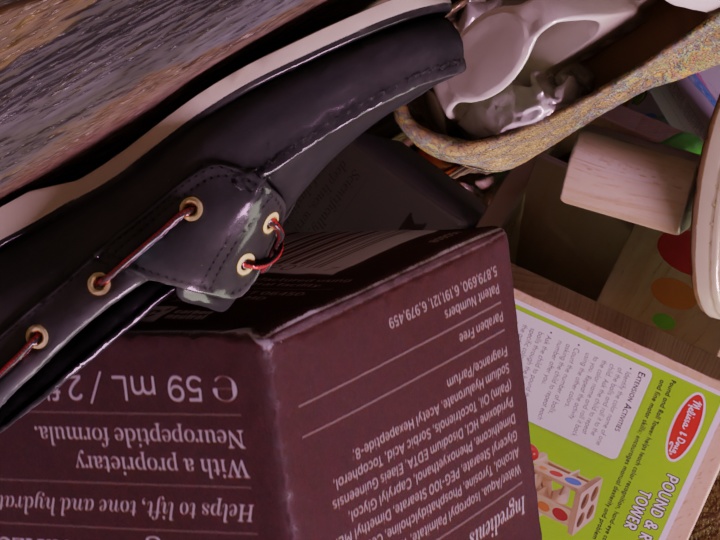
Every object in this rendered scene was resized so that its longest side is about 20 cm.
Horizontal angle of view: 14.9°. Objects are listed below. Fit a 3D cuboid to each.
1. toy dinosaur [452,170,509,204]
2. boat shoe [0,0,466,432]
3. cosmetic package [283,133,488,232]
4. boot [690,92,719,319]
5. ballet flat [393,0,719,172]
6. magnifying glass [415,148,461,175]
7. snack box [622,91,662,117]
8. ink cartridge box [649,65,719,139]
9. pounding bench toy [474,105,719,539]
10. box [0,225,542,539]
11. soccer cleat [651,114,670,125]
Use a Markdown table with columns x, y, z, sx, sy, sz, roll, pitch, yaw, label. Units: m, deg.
| x | y | z | sx | sy | sz | roll | pitch | yaw | label |
| --- | --- | --- | --- | --- | --- | --- | --- | --- | --- |
| 0.021 | -0.001 | 1.327 | 0.200 | 0.086 | 0.136 | -1 | -129 | 43 | toy dinosaur |
| -0.050 | -0.018 | 0.842 | 0.201 | 0.063 | 0.074 | -31 | 174 | 7 | boat shoe |
| 0.000 | 0.000 | 1.154 | 0.102 | 0.074 | 0.200 | -55 | 172 | 4 | cosmetic package |
| 0.206 | -0.056 | 0.920 | 0.072 | 0.154 | 0.201 | 4 | 107 | -69 | boot |
| 0.089 | -0.093 | 0.907 | 0.200 | 0.071 | 0.071 | -32 | 176 | 32 | ballet flat |
| 0.063 | -0.075 | 1.271 | 0.079 | 0.022 | 0.200 | -28 | 174 | -25 | magnifying glass |
| 0.129 | -0.030 | 1.383 | 0.142 | 0.053 | 0.200 | -33 | -152 | 34 | snack box |
| 0.193 | -0.117 | 1.098 | 0.147 | 0.086 | 0.200 | -31 | 174 | -6 | ink cartridge box |
| 0.106 | -0.003 | 1.073 | 0.156 | 0.124 | 0.200 | -57 | 168 | -49 | pounding bench toy |
| -0.043 | 0.097 | 0.973 | 0.165 | 0.201 | 0.164 | -1 | -168 | 32 | box |
| 0.160 | -0.049 | 1.230 | 0.069 | 0.199 | 0.085 | 160 | -52 | -86 | soccer cleat |
